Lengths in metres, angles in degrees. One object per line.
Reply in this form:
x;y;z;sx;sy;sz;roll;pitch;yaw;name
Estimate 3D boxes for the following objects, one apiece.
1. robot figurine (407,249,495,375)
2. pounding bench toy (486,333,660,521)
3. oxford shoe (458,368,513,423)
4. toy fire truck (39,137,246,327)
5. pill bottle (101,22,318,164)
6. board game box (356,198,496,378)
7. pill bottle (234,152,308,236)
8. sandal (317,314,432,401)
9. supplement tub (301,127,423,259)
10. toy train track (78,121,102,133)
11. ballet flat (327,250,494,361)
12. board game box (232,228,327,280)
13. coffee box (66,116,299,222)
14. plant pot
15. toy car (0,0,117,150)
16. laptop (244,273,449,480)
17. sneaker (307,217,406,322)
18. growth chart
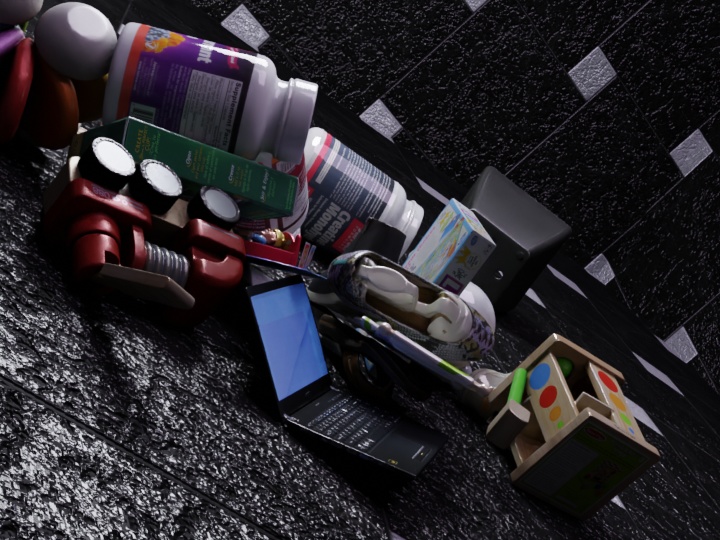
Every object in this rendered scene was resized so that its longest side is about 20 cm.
0.099;0.057;1.559;0.171;0.112;0.200;67;-10;-19;robot figurine
0.214;0.160;1.426;0.199;0.124;0.157;30;27;-30;pounding bench toy
0.198;0.163;1.578;0.058;0.076;0.199;37;16;34;oxford shoe
-0.173;-0.006;1.067;0.175;0.129;0.201;24;35;-35;toy fire truck
-0.147;-0.168;1.231;0.198;0.112;0.112;13;15;-6;pill bottle
0.071;0.023;1.428;0.034;0.201;0.135;33;12;-16;board game box
-0.116;-0.103;1.387;0.113;0.113;0.201;43;-26;30;pill bottle
0.007;0.102;1.317;0.082;0.055;0.200;36;-4;-38;sandal
-0.025;-0.092;1.743;0.199;0.141;0.140;34;12;-12;supplement tub
-0.271;-0.130;1.420;0.114;0.033;0.200;30;14;-31;toy train track
0.060;0.038;1.298;0.199;0.072;0.072;26;13;-10;ballet flat
-0.113;-0.030;1.283;0.156;0.039;0.200;13;-3;10;board game box
-0.174;-0.093;1.214;0.199;0.044;0.122;18;-14;-38;coffee box
0.233;-0.040;2.230;0.200;0.200;0.177;39;22;7;plant pot
-0.349;-0.197;1.218;0.199;0.175;0.150;36;48;-7;toy car
-0.007;0.092;1.146;0.198;0.104;0.177;22;9;12;laptop
0.000;0.000;1.427;0.074;0.107;0.200;25;-7;-18;sneaker
0.051;0.084;1.278;0.144;0.018;0.200;33;-5;-5;growth chart
